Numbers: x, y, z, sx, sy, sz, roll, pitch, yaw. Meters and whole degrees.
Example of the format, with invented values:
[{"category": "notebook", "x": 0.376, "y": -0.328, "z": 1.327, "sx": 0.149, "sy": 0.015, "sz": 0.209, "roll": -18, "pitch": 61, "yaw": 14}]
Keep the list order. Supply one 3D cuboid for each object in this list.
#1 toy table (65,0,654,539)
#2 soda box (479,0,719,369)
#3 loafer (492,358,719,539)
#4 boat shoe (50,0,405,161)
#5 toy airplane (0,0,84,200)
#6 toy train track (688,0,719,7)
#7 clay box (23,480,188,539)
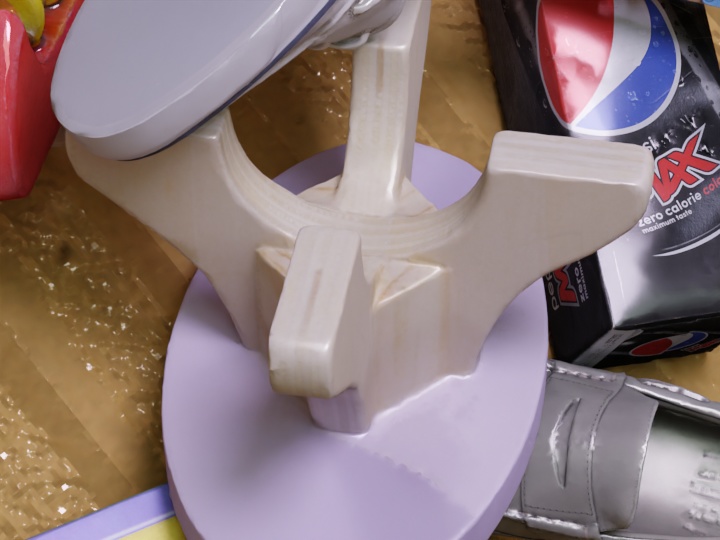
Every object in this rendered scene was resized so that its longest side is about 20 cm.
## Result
[{"category": "toy table", "x": 0.000, "y": 0.000, "z": 0.893, "sx": 0.183, "sy": 0.117, "sz": 0.201, "roll": -2, "pitch": 46, "yaw": 0}, {"category": "soda box", "x": 0.088, "y": -0.069, "z": 0.996, "sx": 0.063, "sy": 0.071, "sz": 0.201, "roll": -8, "pitch": 76, "yaw": -15}, {"category": "loafer", "x": 0.082, "y": 0.062, "z": 0.957, "sx": 0.199, "sy": 0.070, "sz": 0.070, "roll": 12, "pitch": 72, "yaw": -9}, {"category": "boat shoe", "x": -0.012, "y": -0.102, "z": 0.865, "sx": 0.072, "sy": 0.066, "sz": 0.200, "roll": 27, "pitch": 72, "yaw": 40}, {"category": "toy airplane", "x": -0.119, "y": -0.145, "z": 0.929, "sx": 0.200, "sy": 0.141, "sz": 0.199, "roll": -43, "pitch": 66, "yaw": -5}, {"category": "toy train track", "x": 0.140, "y": -0.084, "z": 0.950, "sx": 0.199, "sy": 0.033, "sz": 0.115, "roll": 12, "pitch": 31, "yaw": -1}, {"category": "clay box", "x": -0.051, "y": 0.174, "z": 0.905, "sx": 0.114, "sy": 0.048, "sz": 0.201, "roll": -21, "pitch": 79, "yaw": -18}]
